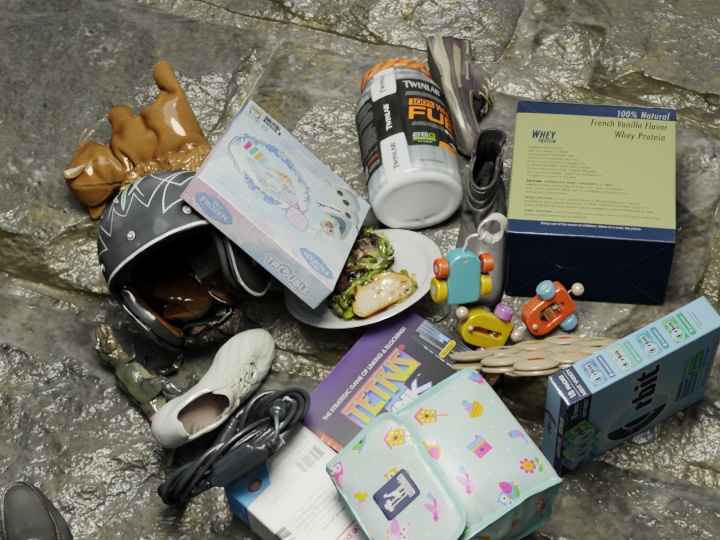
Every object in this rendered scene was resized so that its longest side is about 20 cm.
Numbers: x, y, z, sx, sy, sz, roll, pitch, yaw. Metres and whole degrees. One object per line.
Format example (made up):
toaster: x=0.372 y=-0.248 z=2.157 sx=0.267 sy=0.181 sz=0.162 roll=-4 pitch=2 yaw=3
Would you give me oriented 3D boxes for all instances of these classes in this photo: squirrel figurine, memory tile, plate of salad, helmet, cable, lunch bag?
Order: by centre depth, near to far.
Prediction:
lunch bag: x=0.082 y=0.224 z=1.485 sx=0.199 sy=0.122 sz=0.171 roll=-25 pitch=60 yaw=-21
cable: x=-0.146 y=0.192 z=1.572 sx=0.199 sy=0.051 sz=0.163 roll=-36 pitch=11 yaw=19
memory tile: x=0.212 y=0.093 z=1.588 sx=0.199 sy=0.017 sz=0.153 roll=-8 pitch=5 yaw=-38
helmet: x=-0.214 y=-0.024 z=1.666 sx=0.200 sy=0.200 sz=0.191 roll=-43 pitch=106 yaw=-22
plate of salad: x=0.000 y=0.000 z=1.712 sx=0.198 sy=0.048 sz=0.201 roll=-13 pitch=33 yaw=9
squirrel figurine: x=-0.281 y=-0.129 z=1.805 sx=0.185 sy=0.142 sz=0.201 roll=-26 pitch=55 yaw=-5

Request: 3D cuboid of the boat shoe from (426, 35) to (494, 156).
boat shoe: x=0.141 y=-0.240 z=1.879 sx=0.073 sy=0.075 sz=0.202 roll=-12 pitch=57 yaw=-3

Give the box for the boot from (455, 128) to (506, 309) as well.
boot: x=0.145 y=-0.064 z=1.726 sx=0.069 sy=0.132 sz=0.202 roll=1 pitch=56 yaw=4

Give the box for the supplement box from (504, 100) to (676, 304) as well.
supplement box: x=0.279 y=-0.084 z=1.727 sx=0.198 sy=0.135 sz=0.201 roll=4 pitch=57 yaw=7

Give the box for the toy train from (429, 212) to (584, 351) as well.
toy train: x=0.164 y=0.018 z=1.669 sx=0.150 sy=0.200 sz=0.056 roll=-41 pitch=31 yaw=3

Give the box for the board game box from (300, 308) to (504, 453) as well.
board game box: x=0.044 y=0.154 z=1.635 sx=0.165 sy=0.057 sz=0.200 roll=32 pitch=64 yaw=22

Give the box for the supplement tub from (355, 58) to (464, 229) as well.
supplement tub: x=0.059 y=-0.164 z=1.805 sx=0.121 sy=0.123 sz=0.202 roll=-9 pitch=56 yaw=-1

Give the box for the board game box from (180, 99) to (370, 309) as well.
board game box: x=-0.094 y=-0.080 z=1.658 sx=0.200 sy=0.043 sz=0.200 roll=41 pitch=32 yaw=-11

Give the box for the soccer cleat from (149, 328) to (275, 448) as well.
soccer cleat: x=-0.157 y=0.137 z=1.631 sx=0.077 sy=0.070 sz=0.200 roll=-11 pitch=25 yaw=51

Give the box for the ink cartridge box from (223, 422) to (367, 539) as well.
ink cartridge box: x=-0.039 y=0.273 z=1.553 sx=0.200 sy=0.068 sz=0.116 roll=38 pitch=67 yaw=23

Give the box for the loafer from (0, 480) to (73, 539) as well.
loafer: x=-0.350 y=0.308 z=1.554 sx=0.072 sy=0.073 sz=0.201 roll=-27 pitch=58 yaw=-12

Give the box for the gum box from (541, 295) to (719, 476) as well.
gum box: x=0.296 y=0.129 z=1.562 sx=0.199 sy=0.171 sz=0.045 roll=-27 pitch=59 yaw=-13

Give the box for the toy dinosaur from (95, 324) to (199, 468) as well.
toy dinosaur: x=-0.240 y=0.135 z=1.680 sx=0.088 sy=0.048 sz=0.201 roll=-31 pitch=63 yaw=-11
